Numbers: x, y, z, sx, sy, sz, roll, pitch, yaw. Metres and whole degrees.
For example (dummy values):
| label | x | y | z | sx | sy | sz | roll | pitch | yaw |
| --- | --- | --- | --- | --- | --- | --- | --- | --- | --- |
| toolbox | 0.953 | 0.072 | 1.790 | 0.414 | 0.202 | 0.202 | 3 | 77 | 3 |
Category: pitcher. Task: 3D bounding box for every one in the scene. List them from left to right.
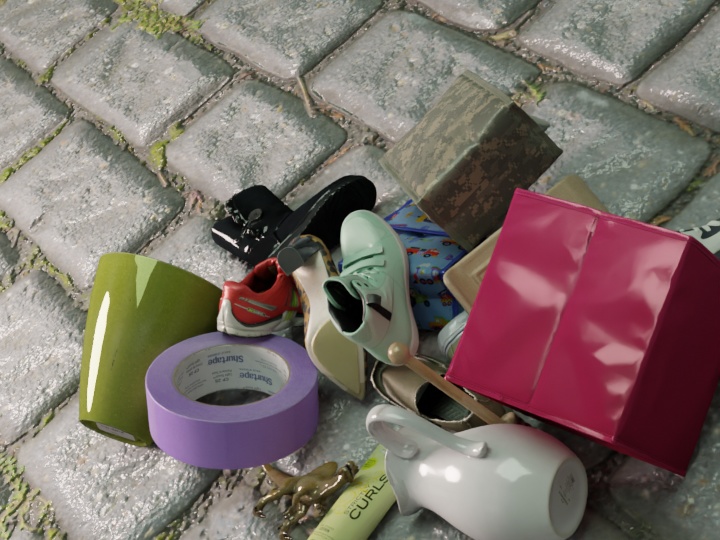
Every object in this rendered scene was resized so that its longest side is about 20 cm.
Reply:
| label | x | y | z | sx | sy | sz | roll | pitch | yaw |
| --- | --- | --- | --- | --- | --- | --- | --- | --- | --- |
| pitcher | 0.110 | 0.196 | 1.388 | 0.199 | 0.172 | 0.122 | 5 | 57 | 37 |

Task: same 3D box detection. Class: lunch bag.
| label | x | y | z | sx | sy | sz | roll | pitch | yaw |
| --- | --- | --- | --- | --- | --- | --- | --- | --- | --- |
| lunch bag | 0.092 | -0.024 | 1.706 | 0.149 | 0.095 | 0.200 | 4 | 38 | 33 |
| lunch bag | 0.119 | -0.139 | 1.649 | 0.164 | 0.117 | 0.200 | -47 | 29 | 6 |

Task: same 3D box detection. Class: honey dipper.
| label | x | y | z | sx | sy | sz | roll | pitch | yaw |
| --- | --- | --- | --- | --- | --- | --- | --- | --- | --- |
| honey dipper | 0.107 | 0.131 | 1.440 | 0.038 | 0.199 | 0.038 | -47 | 19 | 21 |

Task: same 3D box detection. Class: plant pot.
| label | x | y | z | sx | sy | sz | roll | pitch | yaw |
| --- | --- | --- | --- | --- | --- | --- | --- | --- | --- |
| plant pot | -0.272 | 0.108 | 1.741 | 0.186 | 0.187 | 0.202 | 5 | 67 | 36 |

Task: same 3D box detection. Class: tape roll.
| label | x | y | z | sx | sy | sz | roll | pitch | yaw |
| --- | --- | --- | --- | --- | --- | --- | --- | --- | --- |
| tape roll | -0.147 | 0.146 | 1.623 | 0.198 | 0.066 | 0.201 | -1 | 29 | 0 |

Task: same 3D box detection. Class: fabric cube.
| label | x | y | z | sx | sy | sz | roll | pitch | yaw |
| --- | --- | --- | --- | --- | --- | --- | --- | --- | --- |
| fabric cube | 0.234 | 0.061 | 1.365 | 0.199 | 0.196 | 0.201 | 19 | 86 | 35 |

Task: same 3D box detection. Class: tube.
| label | x | y | z | sx | sy | sz | roll | pitch | yaw |
| --- | --- | --- | --- | --- | --- | --- | --- | --- | --- |
| tube | -0.006 | 0.259 | 1.500 | 0.058 | 0.052 | 0.200 | 35 | 64 | 12 |

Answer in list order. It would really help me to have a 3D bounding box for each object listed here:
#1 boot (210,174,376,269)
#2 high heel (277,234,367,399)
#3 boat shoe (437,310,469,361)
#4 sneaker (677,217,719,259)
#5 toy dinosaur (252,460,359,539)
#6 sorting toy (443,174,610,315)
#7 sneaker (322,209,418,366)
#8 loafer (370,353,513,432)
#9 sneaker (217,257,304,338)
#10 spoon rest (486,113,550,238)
| label | x | y | z | sx | sy | sz | roll | pitch | yaw |
| --- | --- | --- | --- | --- | --- | --- | --- | --- | --- |
| boot | -0.095 | -0.080 | 1.874 | 0.200 | 0.077 | 0.168 | -45 | 45 | -5 |
| high heel | -0.032 | 0.051 | 1.663 | 0.071 | 0.201 | 0.143 | -26 | 3 | 11 |
| boat shoe | 0.181 | 0.046 | 1.587 | 0.199 | 0.072 | 0.062 | -39 | 58 | 4 |
| sneaker | 0.365 | -0.026 | 1.500 | 0.198 | 0.080 | 0.130 | 22 | 53 | 27 |
| toy dinosaur | -0.068 | 0.247 | 1.556 | 0.199 | 0.058 | 0.101 | -8 | 33 | 53 |
| sorting toy | 0.219 | 0.020 | 1.539 | 0.199 | 0.037 | 0.186 | -37 | 79 | -8 |
| sneaker | 0.000 | 0.000 | 1.565 | 0.073 | 0.118 | 0.202 | -30 | 56 | 22 |
| loafer | 0.081 | 0.130 | 1.542 | 0.199 | 0.070 | 0.076 | 20 | 77 | 43 |
| sneaker | -0.095 | 0.024 | 1.712 | 0.076 | 0.086 | 0.199 | 15 | 21 | 33 |
| spoon rest | 0.194 | -0.096 | 1.700 | 0.061 | 0.099 | 0.201 | 123 | 164 | -53 |
